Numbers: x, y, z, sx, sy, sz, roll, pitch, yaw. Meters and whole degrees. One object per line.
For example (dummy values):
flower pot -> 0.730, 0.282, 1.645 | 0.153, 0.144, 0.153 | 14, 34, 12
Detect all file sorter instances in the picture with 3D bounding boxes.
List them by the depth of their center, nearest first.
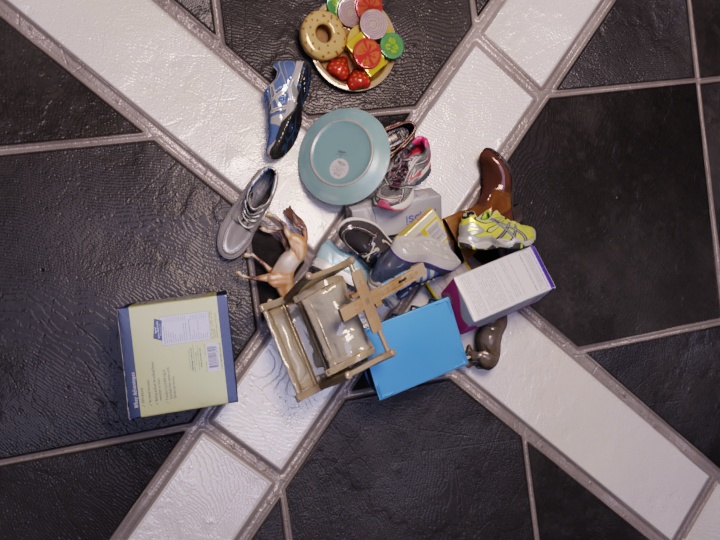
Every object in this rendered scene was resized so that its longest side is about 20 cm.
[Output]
file sorter -> 0.095, 0.151, 1.322 | 0.195, 0.123, 0.142 | -19, 95, -11

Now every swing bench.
swing bench -> -0.069, 0.114, 1.216 | 0.128, 0.199, 0.203 | -19, 82, -41

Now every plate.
plate -> -0.036, -0.234, 1.296 | 0.194, 0.026, 0.206 | -2, 80, 13

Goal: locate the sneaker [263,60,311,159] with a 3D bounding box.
sneaker -> -0.158, -0.324, 1.298 | 0.075, 0.076, 0.205 | 15, 87, 11

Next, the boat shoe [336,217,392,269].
boat shoe -> 0.030, -0.037, 1.293 | 0.073, 0.061, 0.199 | -36, 135, 19

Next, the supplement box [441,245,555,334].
supplement box -> 0.282, 0.042, 1.332 | 0.196, 0.102, 0.105 | -22, 75, -17

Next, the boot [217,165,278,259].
boot -> -0.222, -0.116, 1.264 | 0.072, 0.095, 0.204 | 26, 85, -11

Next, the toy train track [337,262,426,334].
toy train track -> 0.037, 0.037, 1.165 | 0.197, 0.032, 0.117 | -28, 104, -28

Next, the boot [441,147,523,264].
boot -> 0.241, -0.140, 1.361 | 0.197, 0.068, 0.193 | -28, 109, -27

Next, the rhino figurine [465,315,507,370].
rhino figurine -> 0.276, 0.118, 1.393 | 0.085, 0.060, 0.205 | 17, 81, -10

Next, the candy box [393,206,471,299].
candy box -> 0.159, -0.023, 1.348 | 0.102, 0.026, 0.201 | -39, 118, -4

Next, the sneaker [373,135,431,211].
sneaker -> 0.083, -0.195, 1.300 | 0.079, 0.076, 0.202 | 18, 50, 19

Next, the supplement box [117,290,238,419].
supplement box -> -0.340, 0.153, 1.220 | 0.194, 0.134, 0.206 | -6, 92, -12

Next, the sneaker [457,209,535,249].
sneaker -> 0.285, -0.084, 1.312 | 0.196, 0.075, 0.079 | -4, 98, -33

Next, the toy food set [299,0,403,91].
toy food set -> -0.014, -0.476, 1.331 | 0.197, 0.049, 0.201 | -42, 98, -9

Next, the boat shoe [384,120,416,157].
boat shoe -> 0.029, -0.251, 1.332 | 0.198, 0.070, 0.071 | -36, 96, -9

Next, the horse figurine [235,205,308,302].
horse figurine -> -0.161, -0.029, 1.302 | 0.130, 0.050, 0.204 | 29, 85, -10

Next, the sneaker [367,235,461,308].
sneaker -> 0.097, 0.010, 1.285 | 0.197, 0.081, 0.148 | 6, 128, -45

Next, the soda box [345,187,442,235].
soda box -> 0.069, -0.117, 1.335 | 0.194, 0.064, 0.070 | -10, 114, -12

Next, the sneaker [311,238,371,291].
sneaker -> 0.000, 0.000, 1.326 | 0.197, 0.074, 0.084 | 28, 81, -16
